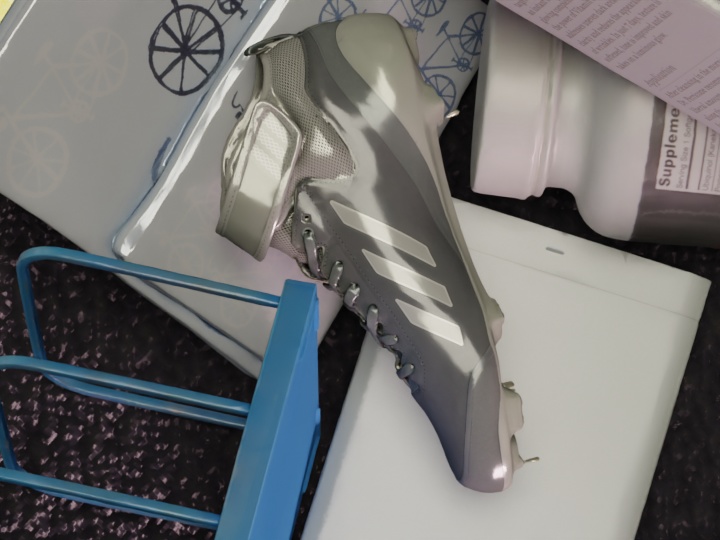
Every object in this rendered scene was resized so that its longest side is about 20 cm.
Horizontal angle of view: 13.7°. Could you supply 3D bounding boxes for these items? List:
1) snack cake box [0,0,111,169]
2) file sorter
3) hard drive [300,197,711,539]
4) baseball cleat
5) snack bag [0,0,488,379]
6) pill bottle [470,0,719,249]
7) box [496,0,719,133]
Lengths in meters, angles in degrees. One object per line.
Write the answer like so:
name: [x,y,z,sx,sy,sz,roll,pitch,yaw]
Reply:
snack cake box: [-0.137,-0.143,1.254,0.115,0.067,0.200,12,81,2]
file sorter: [-0.096,0.111,1.156,0.123,0.139,0.200,11,64,6]
hard drive: [0.054,0.080,1.243,0.132,0.026,0.200,17,80,2]
baseball cleat: [0.000,0.000,1.201,0.106,0.070,0.200,-14,83,-9]
snack bag: [-0.055,-0.079,1.218,0.200,0.021,0.189,37,79,-28]
pill bottle: [0.148,-0.064,1.224,0.200,0.111,0.111,6,81,0]
box: [0.147,-0.145,1.115,0.200,0.106,0.152,30,75,-6]
